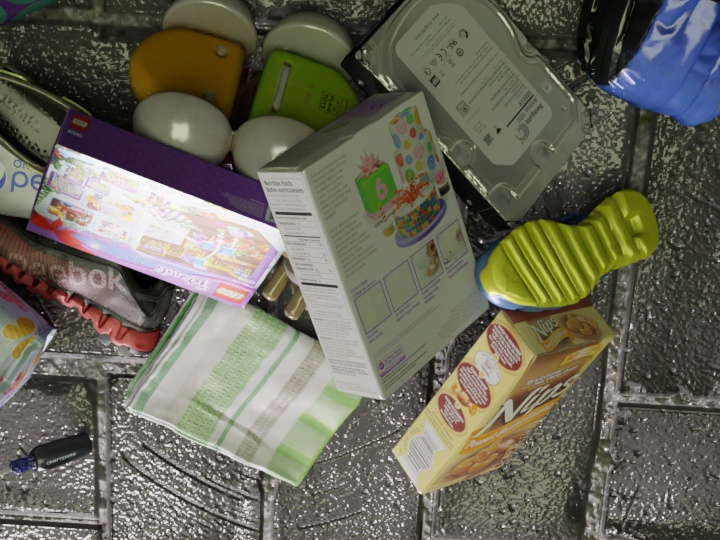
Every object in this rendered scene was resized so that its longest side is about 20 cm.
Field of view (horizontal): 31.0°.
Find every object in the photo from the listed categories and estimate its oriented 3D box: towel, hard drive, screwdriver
[{"bbox_3d":[-0.103,0.113,1.220,0.199,0.031,0.150,29,109,-23],"label":"towel"},{"bbox_3d":[0.095,-0.150,1.102,0.200,0.038,0.140,47,67,-13],"label":"hard drive"},{"bbox_3d":[-0.342,0.190,1.217,0.028,0.198,0.029,53,136,26],"label":"screwdriver"}]

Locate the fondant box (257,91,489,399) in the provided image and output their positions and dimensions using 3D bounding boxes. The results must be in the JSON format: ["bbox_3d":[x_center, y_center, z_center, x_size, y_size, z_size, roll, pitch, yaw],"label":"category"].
[{"bbox_3d":[0.016,-0.022,1.037,0.058,0.144,0.202,6,123,45],"label":"fondant box"}]

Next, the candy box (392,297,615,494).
[{"bbox_3d":[0.125,0.110,1.159,0.056,0.115,0.201,54,131,25],"label":"candy box"}]

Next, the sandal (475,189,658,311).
[{"bbox_3d":[0.171,-0.009,1.128,0.087,0.198,0.080,-25,83,52],"label":"sandal"}]

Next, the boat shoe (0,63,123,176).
[{"bbox_3d":[-0.247,-0.105,1.091,0.201,0.060,0.072,33,96,-5],"label":"boat shoe"}]

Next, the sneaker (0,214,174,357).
[{"bbox_3d":[-0.255,-0.008,1.184,0.199,0.071,0.098,32,107,-11],"label":"sneaker"}]

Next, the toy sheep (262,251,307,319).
[{"bbox_3d":[0.000,0.000,1.150,0.199,0.138,0.138,32,109,-35],"label":"toy sheep"}]

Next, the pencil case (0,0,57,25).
[{"bbox_3d":[-0.271,-0.261,1.066,0.198,0.093,0.086,-27,134,-9],"label":"pencil case"}]

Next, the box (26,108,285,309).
[{"bbox_3d":[-0.161,-0.046,1.056,0.198,0.039,0.137,21,146,-14],"label":"box"}]

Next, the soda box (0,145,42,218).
[{"bbox_3d":[-0.288,-0.086,1.161,0.197,0.064,0.069,9,106,-1],"label":"soda box"}]

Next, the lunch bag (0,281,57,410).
[{"bbox_3d":[-0.363,0.050,1.139,0.169,0.200,0.128,38,87,-9],"label":"lunch bag"}]

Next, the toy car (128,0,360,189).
[{"bbox_3d":[-0.099,-0.129,1.107,0.197,0.177,0.151,13,145,-2],"label":"toy car"}]

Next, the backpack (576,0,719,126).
[{"bbox_3d":[0.277,-0.218,1.047,0.166,0.163,0.201,24,107,-10],"label":"backpack"}]
